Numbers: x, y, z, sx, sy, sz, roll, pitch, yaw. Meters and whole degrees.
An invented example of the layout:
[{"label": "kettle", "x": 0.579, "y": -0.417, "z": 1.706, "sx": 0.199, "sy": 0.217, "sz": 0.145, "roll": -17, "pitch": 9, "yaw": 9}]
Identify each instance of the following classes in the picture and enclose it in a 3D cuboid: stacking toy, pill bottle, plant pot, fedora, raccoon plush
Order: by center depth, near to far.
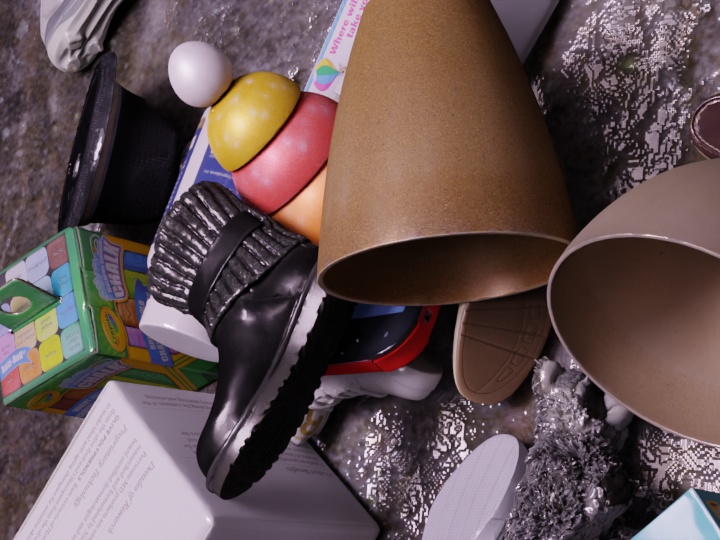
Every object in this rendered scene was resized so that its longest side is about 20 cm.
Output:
[{"label": "plant pot", "x": 0.242, "y": 0.003, "z": 1.119, "sx": 0.199, "sy": 0.201, "sz": 0.135, "roll": 5, "pitch": 48, "yaw": 41}, {"label": "plant pot", "x": 0.054, "y": -0.094, "z": 1.197, "sx": 0.186, "sy": 0.186, "sz": 0.201, "roll": -17, "pitch": 70, "yaw": 36}, {"label": "raccoon plush", "x": 0.116, "y": 0.151, "z": 1.200, "sx": 0.199, "sy": 0.097, "sz": 0.134, "roll": -27, "pitch": 55, "yaw": -3}, {"label": "stacking toy", "x": -0.069, "y": -0.108, "z": 1.325, "sx": 0.146, "sy": 0.200, "sz": 0.146, "roll": -41, "pitch": 19, "yaw": 17}, {"label": "pill bottle", "x": -0.113, "y": -0.030, "z": 1.429, "sx": 0.110, "sy": 0.111, "sz": 0.201, "roll": 6, "pitch": 69, "yaw": 41}, {"label": "fedora", "x": -0.214, "y": -0.101, "z": 1.545, "sx": 0.201, "sy": 0.091, "sz": 0.202, "roll": -167, "pitch": 90, "yaw": -76}]

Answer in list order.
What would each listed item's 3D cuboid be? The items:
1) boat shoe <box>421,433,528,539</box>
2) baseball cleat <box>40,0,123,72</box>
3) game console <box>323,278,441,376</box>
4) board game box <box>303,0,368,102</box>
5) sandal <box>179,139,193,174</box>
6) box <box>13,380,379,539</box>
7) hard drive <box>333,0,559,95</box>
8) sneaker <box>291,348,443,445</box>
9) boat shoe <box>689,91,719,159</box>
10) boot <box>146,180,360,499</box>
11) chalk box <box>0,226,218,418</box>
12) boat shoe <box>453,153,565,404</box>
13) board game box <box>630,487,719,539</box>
[{"label": "boat shoe", "x": 0.085, "y": 0.222, "z": 1.261, "sx": 0.072, "sy": 0.071, "sz": 0.201, "roll": -1, "pitch": 59, "yaw": 53}, {"label": "baseball cleat", "x": -0.260, "y": -0.294, "z": 1.668, "sx": 0.200, "sy": 0.070, "sz": 0.107, "roll": -49, "pitch": 54, "yaw": 20}, {"label": "game console", "x": 0.000, "y": 0.000, "z": 1.346, "sx": 0.176, "sy": 0.031, "sz": 0.201, "roll": -5, "pitch": 47, "yaw": 36}, {"label": "board game box", "x": 0.042, "y": -0.212, "z": 1.417, "sx": 0.134, "sy": 0.034, "sz": 0.201, "roll": 31, "pitch": 100, "yaw": 40}, {"label": "sandal", "x": -0.128, "y": -0.019, "z": 1.506, "sx": 0.043, "sy": 0.075, "sz": 0.202, "roll": 113, "pitch": 160, "yaw": -72}, {"label": "box", "x": -0.137, "y": 0.223, "z": 1.360, "sx": 0.171, "sy": 0.198, "sz": 0.201, "roll": 45, "pitch": 110, "yaw": 37}, {"label": "hard drive", "x": 0.079, "y": -0.194, "z": 1.301, "sx": 0.201, "sy": 0.132, "sz": 0.027, "roll": -60, "pitch": 36, "yaw": 4}, {"label": "sneaker", "x": -0.016, "y": 0.095, "z": 1.377, "sx": 0.200, "sy": 0.073, "sz": 0.116, "roll": 26, "pitch": 99, "yaw": 50}, {"label": "boat shoe", "x": 0.302, "y": -0.090, "z": 1.144, "sx": 0.199, "sy": 0.072, "sz": 0.073, "roll": 22, "pitch": 94, "yaw": 41}, {"label": "boot", "x": -0.105, "y": 0.050, "z": 1.274, "sx": 0.157, "sy": 0.079, "sz": 0.212, "roll": 24, "pitch": 79, "yaw": 22}, {"label": "chalk box", "x": -0.242, "y": 0.049, "z": 1.487, "sx": 0.124, "sy": 0.199, "sz": 0.125, "roll": -29, "pitch": 63, "yaw": 32}, {"label": "boat shoe", "x": 0.109, "y": 0.001, "z": 1.298, "sx": 0.065, "sy": 0.072, "sz": 0.202, "roll": -165, "pitch": 84, "yaw": -77}, {"label": "board game box", "x": 0.193, "y": 0.227, "z": 1.112, "sx": 0.200, "sy": 0.151, "sz": 0.047, "roll": -46, "pitch": 54, "yaw": 22}]
